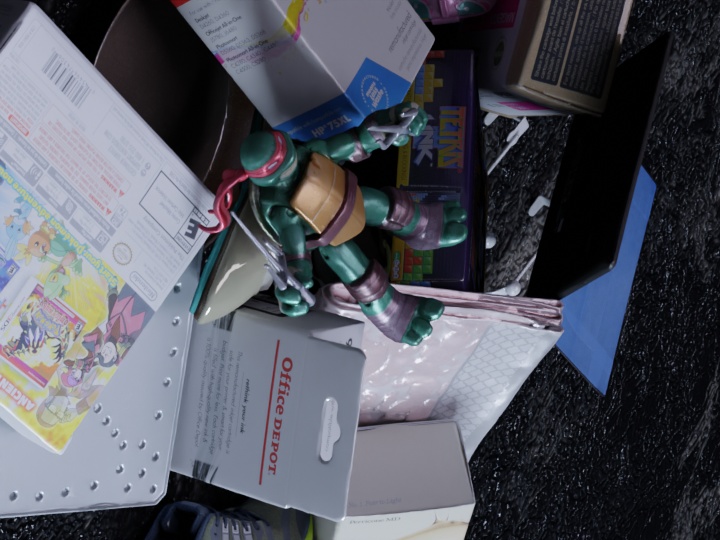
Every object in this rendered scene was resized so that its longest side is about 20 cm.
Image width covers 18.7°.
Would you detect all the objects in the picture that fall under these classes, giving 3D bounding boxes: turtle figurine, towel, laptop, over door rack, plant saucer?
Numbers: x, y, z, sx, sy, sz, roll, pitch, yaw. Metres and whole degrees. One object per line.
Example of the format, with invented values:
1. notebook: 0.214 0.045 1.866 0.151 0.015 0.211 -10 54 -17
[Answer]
1. turtle figurine: -0.013 -0.039 1.322 0.200 0.100 0.151 37 82 -48
2. towel: 0.023 0.080 1.531 0.189 0.032 0.200 6 141 -24
3. laptop: 0.198 -0.036 1.578 0.115 0.200 0.189 24 65 -16
4. over door rack: 0.113 -0.014 1.792 0.201 0.066 0.148 -61 147 -23
5. plant saucer: -0.125 -0.102 1.404 0.200 0.032 0.202 -28 124 -51

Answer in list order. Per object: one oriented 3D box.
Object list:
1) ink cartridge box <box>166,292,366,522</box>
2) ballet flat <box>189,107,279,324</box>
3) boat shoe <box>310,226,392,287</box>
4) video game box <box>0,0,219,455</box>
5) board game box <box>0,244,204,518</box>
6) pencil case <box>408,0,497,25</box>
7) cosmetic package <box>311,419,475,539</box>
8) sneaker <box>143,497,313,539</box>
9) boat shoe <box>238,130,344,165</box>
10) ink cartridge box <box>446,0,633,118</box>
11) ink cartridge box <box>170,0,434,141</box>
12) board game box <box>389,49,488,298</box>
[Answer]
1. ink cartridge box: -0.068 0.079 1.405 0.068 0.199 0.117 -9 110 -56
2. ballet flat: -0.054 -0.043 1.395 0.070 0.069 0.201 65 32 -47
3. boat shoe: 0.001 -0.003 1.576 0.072 0.060 0.202 -59 161 -21
4. video game box: -0.190 -0.023 1.249 0.183 0.047 0.200 -57 133 -17
5. board game box: -0.188 0.048 1.323 0.199 0.026 0.202 1 102 -44
6. pencil case: 0.050 -0.277 1.562 0.087 0.087 0.201 -45 139 -40
7. cosmetic package: 0.016 0.194 1.602 0.201 0.102 0.074 100 -18 -55
8. sneaker: -0.100 0.193 1.528 0.200 0.073 0.082 -35 126 -50
9. boat shoe: -0.011 -0.116 1.555 0.200 0.060 0.076 -48 139 -38
10. ink cartridge box: 0.135 -0.203 1.633 0.074 0.200 0.166 15 89 -17
11. ink cartridge box: -0.049 -0.178 1.370 0.200 0.067 0.117 51 41 -22
12. board game box: 0.060 -0.032 1.591 0.166 0.056 0.202 80 12 -57
